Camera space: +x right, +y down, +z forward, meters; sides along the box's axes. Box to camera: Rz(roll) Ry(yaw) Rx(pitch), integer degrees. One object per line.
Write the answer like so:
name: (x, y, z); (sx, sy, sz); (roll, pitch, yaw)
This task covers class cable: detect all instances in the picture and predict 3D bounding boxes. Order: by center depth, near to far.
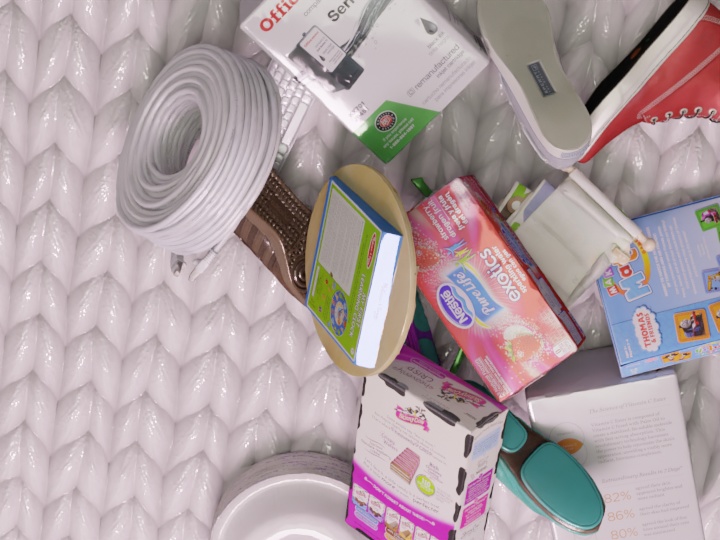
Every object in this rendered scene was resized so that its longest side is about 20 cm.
cable: (-0.157, -0.116, 1.665); (0.069, 0.200, 0.200); (22, 119, -38)

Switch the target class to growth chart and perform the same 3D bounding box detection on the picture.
growth chart: (0.168, -0.015, 1.725); (0.200, 0.018, 0.145); (-41, 86, 11)

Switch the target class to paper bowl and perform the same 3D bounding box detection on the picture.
paper bowl: (-0.060, 0.299, 1.834); (0.200, 0.104, 0.201); (0, 106, 1)

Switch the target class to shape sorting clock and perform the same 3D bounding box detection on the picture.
shape sorting clock: (0.000, 0.000, 1.656); (0.039, 0.200, 0.201); (0, 109, -26)

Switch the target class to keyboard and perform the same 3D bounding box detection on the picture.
keyboard: (-0.068, -0.185, 1.735); (0.056, 0.011, 0.200); (25, 106, -6)

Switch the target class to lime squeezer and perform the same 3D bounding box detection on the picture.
lime squeezer: (0.106, 0.000, 1.759); (0.070, 0.038, 0.201); (-13, 95, -19)

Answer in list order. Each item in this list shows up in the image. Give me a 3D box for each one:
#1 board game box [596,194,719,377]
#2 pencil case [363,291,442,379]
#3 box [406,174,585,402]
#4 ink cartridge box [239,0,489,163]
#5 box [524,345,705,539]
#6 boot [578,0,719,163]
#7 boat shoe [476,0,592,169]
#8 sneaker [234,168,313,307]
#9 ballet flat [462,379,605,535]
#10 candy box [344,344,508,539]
board game box: (0.333, 0.007, 1.722); (0.199, 0.037, 0.152); (-14, 65, 6)
pencil case: (0.039, 0.082, 1.771); (0.085, 0.092, 0.201); (-28, 109, -25)
box: (0.119, 0.014, 1.678); (0.095, 0.100, 0.200); (-35, 87, 12)
ink cartridge box: (0.001, -0.226, 1.672); (0.200, 0.083, 0.147); (41, 105, -16)
box: (0.256, 0.189, 1.787); (0.152, 0.106, 0.201); (-10, 107, 6)
boot: (0.305, -0.151, 1.704); (0.144, 0.072, 0.200); (41, 100, -12)
boat shoe: (0.160, -0.186, 1.681); (0.070, 0.072, 0.201); (-18, 72, -12)
sneaker: (-0.087, -0.043, 1.756); (0.070, 0.075, 0.200); (-47, 124, -23)
ballet flat: (0.157, 0.187, 1.717); (0.200, 0.070, 0.067); (43, 64, 13)
candy box: (0.061, 0.191, 1.705); (0.136, 0.061, 0.200); (31, 130, 31)
